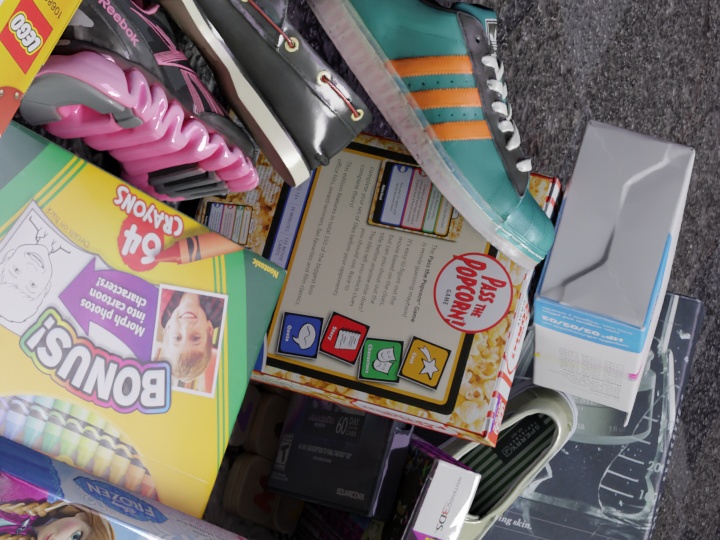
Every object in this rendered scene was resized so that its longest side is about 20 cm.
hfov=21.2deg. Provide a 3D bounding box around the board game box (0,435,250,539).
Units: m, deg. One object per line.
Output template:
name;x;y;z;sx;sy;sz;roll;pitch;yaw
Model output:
board game box;-0.141;0.198;0.910;0.198;0.043;0.201;27;103;-32

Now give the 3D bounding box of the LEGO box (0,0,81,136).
LEGO box;-0.192;-0.174;0.813;0.150;0.077;0.200;-64;148;-24

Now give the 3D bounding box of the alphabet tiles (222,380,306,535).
alphabet tiles;-0.034;0.069;1.250;0.195;0.014;0.202;34;70;-60

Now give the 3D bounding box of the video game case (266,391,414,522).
video game case;0.005;0.045;1.167;0.019;0.143;0.202;18;82;-26

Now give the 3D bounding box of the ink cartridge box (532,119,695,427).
ink cartridge box;0.149;0.009;1.153;0.200;0.067;0.116;77;30;-68

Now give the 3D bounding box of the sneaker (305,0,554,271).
sneaker;0.052;-0.096;1.024;0.080;0.201;0.071;-36;180;7

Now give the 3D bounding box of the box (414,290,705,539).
box;0.119;0.097;1.320;0.124;0.198;0.198;36;67;-78

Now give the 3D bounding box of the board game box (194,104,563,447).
board game box;0.000;0.000;1.091;0.046;0.198;0.153;45;61;-74

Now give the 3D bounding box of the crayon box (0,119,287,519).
crayon box;-0.146;0.042;0.937;0.199;0.058;0.174;29;74;-41

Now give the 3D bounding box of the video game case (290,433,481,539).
video game case;-0.002;0.184;1.169;0.036;0.200;0.183;20;89;-16

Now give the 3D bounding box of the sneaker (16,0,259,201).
sneaker;-0.109;-0.099;1.009;0.200;0.078;0.096;41;44;-63

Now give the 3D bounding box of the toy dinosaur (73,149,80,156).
toy dinosaur;-0.140;0.054;1.009;0.106;0.060;0.201;45;61;-55

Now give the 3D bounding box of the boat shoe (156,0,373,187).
boat shoe;-0.068;-0.140;0.998;0.063;0.074;0.202;-39;111;-6

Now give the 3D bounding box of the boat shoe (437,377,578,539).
boat shoe;0.057;0.144;1.229;0.200;0.072;0.062;-48;174;13
